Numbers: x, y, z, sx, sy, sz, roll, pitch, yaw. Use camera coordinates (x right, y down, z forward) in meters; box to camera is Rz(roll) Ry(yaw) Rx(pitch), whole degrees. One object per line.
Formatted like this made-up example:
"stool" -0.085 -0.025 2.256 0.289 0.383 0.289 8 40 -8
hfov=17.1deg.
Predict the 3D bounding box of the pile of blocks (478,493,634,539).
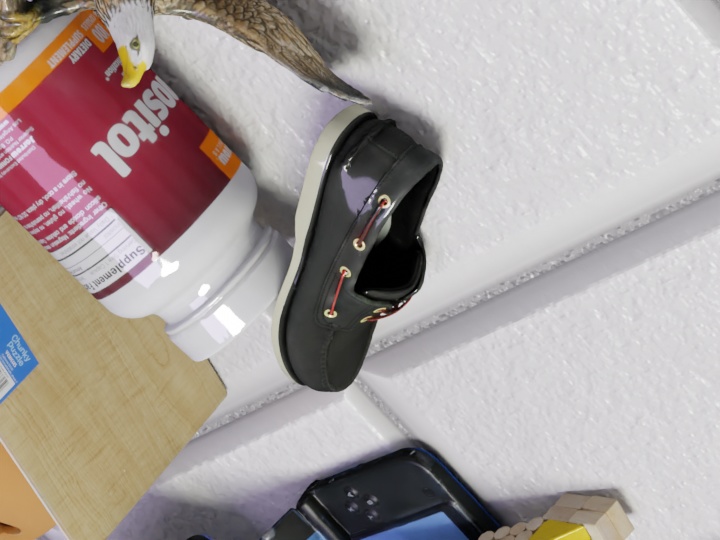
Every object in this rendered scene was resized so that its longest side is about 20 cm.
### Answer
"pile of blocks" 0.075 0.199 1.412 0.200 0.082 0.062 -24 115 20

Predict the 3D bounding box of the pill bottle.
"pill bottle" -0.132 -0.049 1.328 0.200 0.113 0.113 45 141 -12

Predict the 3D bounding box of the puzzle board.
"puzzle board" -0.171 0.048 1.424 0.017 0.151 0.200 -1 129 44

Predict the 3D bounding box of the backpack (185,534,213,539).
"backpack" -0.111 0.291 1.592 0.183 0.147 0.200 -48 59 52

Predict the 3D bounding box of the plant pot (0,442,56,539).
"plant pot" -0.240 0.080 1.493 0.140 0.200 0.200 38 145 -29

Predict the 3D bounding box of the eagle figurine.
"eagle figurine" -0.095 -0.151 1.211 0.200 0.151 0.152 -5 177 3

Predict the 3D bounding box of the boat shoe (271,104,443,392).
"boat shoe" -0.002 0.002 1.312 0.063 0.074 0.201 32 138 18

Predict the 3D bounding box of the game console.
"game console" 0.025 0.231 1.490 0.200 0.118 0.171 47 140 -14
